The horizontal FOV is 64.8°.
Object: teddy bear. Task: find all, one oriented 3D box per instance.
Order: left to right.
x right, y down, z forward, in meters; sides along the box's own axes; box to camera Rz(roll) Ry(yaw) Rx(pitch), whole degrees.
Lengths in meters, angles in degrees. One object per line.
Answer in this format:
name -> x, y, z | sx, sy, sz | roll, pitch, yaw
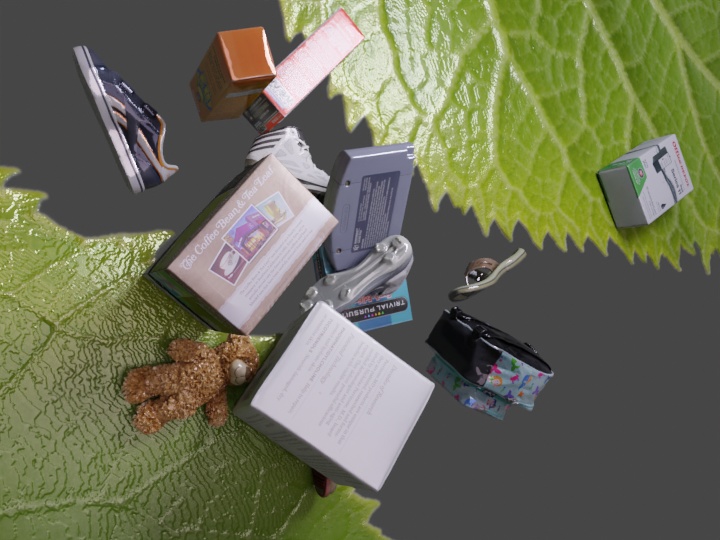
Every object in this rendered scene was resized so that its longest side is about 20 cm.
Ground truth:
teddy bear -> -0.235, 0.160, 0.811 | 0.199, 0.067, 0.146 | -2, 92, -28

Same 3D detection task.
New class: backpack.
backpack -> 0.228, 0.169, 0.998 | 0.199, 0.177, 0.151 | 18, 101, -30

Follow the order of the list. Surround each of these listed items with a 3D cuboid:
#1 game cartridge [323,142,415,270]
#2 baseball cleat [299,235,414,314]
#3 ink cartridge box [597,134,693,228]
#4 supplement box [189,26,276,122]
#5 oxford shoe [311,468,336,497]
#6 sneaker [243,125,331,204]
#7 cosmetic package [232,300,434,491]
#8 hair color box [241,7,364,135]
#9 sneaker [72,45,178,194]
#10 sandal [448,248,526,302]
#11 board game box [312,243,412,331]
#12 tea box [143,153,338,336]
game cartridge -> 0.007, -0.095, 0.860 | 0.133, 0.042, 0.201 | -10, 131, -24
baseball cleat -> 0.003, 0.028, 0.891 | 0.200, 0.070, 0.107 | -32, 145, -1
ink cartridge box -> 0.653, -0.204, 1.294 | 0.200, 0.083, 0.147 | -31, 102, -27
supplement box -> -0.182, -0.265, 0.790 | 0.069, 0.200, 0.067 | -19, 96, -24
oxford shoe -> -0.031, 0.261, 0.913 | 0.075, 0.070, 0.201 | 12, 81, -29
sneaker -> -0.080, -0.166, 0.889 | 0.200, 0.076, 0.116 | 13, 78, -7
cosmetic package -> -0.043, 0.180, 0.797 | 0.200, 0.167, 0.167 | 37, 64, -8
hair color box -> -0.093, -0.309, 0.890 | 0.064, 0.111, 0.200 | 47, 68, -17
sneaker -> -0.321, -0.212, 0.784 | 0.079, 0.078, 0.201 | -27, 110, -22
sandal -> 0.232, 0.002, 1.072 | 0.201, 0.080, 0.057 | -31, 84, -32
board game box -> 0.000, 0.000, 0.957 | 0.150, 0.047, 0.201 | -11, 92, -28
tea box -> -0.170, -0.030, 0.784 | 0.134, 0.197, 0.200 | 44, 69, -19
